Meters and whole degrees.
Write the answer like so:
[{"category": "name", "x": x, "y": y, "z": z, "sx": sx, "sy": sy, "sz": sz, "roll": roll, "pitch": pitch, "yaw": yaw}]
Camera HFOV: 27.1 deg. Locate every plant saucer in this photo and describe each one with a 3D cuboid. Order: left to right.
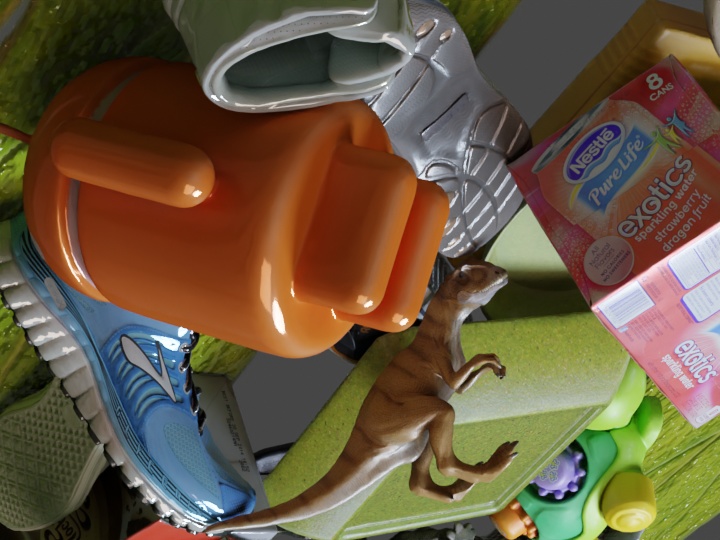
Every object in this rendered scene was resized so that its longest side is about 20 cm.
[{"category": "plant saucer", "x": 0.058, "y": 0.104, "z": 0.914, "sx": 0.199, "sy": 0.048, "sz": 0.200, "roll": -3, "pitch": 145, "yaw": -35}, {"category": "plant saucer", "x": 0.154, "y": -0.031, "z": 0.856, "sx": 0.199, "sy": 0.031, "sz": 0.201, "roll": -16, "pitch": 148, "yaw": -10}]

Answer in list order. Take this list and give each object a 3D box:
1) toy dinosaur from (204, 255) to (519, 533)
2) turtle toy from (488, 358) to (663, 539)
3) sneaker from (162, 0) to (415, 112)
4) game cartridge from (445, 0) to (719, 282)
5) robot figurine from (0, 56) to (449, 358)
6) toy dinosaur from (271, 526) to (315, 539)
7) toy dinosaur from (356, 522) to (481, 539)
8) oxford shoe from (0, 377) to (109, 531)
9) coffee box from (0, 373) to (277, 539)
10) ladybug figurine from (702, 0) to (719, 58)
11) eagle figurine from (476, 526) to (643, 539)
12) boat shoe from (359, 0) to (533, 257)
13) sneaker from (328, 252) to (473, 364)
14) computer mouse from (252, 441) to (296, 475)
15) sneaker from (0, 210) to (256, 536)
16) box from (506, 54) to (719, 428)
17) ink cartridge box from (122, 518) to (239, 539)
[{"category": "toy dinosaur", "x": 0.019, "y": 0.086, "z": 0.791, "sx": 0.200, "sy": 0.106, "sz": 0.060, "roll": -52, "pitch": -175, "yaw": -6}, {"category": "turtle toy", "x": 0.148, "y": 0.118, "z": 1.052, "sx": 0.100, "sy": 0.146, "sz": 0.200, "roll": 16, "pitch": 135, "yaw": -16}, {"category": "sneaker", "x": 0.017, "y": -0.128, "z": 0.601, "sx": 0.199, "sy": 0.116, "sz": 0.074, "roll": -23, "pitch": 147, "yaw": -1}, {"category": "game cartridge", "x": 0.168, "y": -0.063, "z": 0.870, "sx": 0.175, "sy": 0.033, "sz": 0.200, "roll": 5, "pitch": 141, "yaw": -37}, {"category": "robot figurine", "x": -0.063, "y": -0.029, "z": 0.655, "sx": 0.144, "sy": 0.199, "sz": 0.117, "roll": -41, "pitch": 138, "yaw": -49}, {"category": "toy dinosaur", "x": -0.091, "y": 0.195, "z": 1.010, "sx": 0.102, "sy": 0.078, "sz": 0.200, "roll": 10, "pitch": 150, "yaw": -38}, {"category": "toy dinosaur", "x": 0.063, "y": 0.212, "z": 1.062, "sx": 0.199, "sy": 0.078, "sz": 0.102, "roll": 10, "pitch": 176, "yaw": -30}, {"category": "oxford shoe", "x": -0.162, "y": 0.089, "z": 0.871, "sx": 0.200, "sy": 0.075, "sz": 0.058, "roll": -46, "pitch": 166, "yaw": 35}, {"category": "coffee box", "x": -0.151, "y": 0.166, "z": 0.946, "sx": 0.079, "sy": 0.114, "sz": 0.200, "roll": 9, "pitch": 136, "yaw": -41}, {"category": "ladybug figurine", "x": 0.220, "y": -0.170, "z": 0.700, "sx": 0.135, "sy": 0.072, "sz": 0.201, "roll": -10, "pitch": 146, "yaw": -19}, {"category": "eagle figurine", "x": 0.135, "y": 0.243, "z": 1.220, "sx": 0.152, "sy": 0.150, "sz": 0.201, "roll": -44, "pitch": 151, "yaw": -41}, {"category": "boat shoe", "x": 0.029, "y": -0.079, "z": 0.725, "sx": 0.076, "sy": 0.072, "sz": 0.200, "roll": -38, "pitch": 145, "yaw": -6}, {"category": "sneaker", "x": 0.000, "y": 0.000, "z": 0.820, "sx": 0.079, "sy": 0.079, "sz": 0.200, "roll": -21, "pitch": 145, "yaw": 10}, {"category": "computer mouse", "x": -0.025, "y": 0.141, "z": 1.054, "sx": 0.198, "sy": 0.046, "sz": 0.141, "roll": -4, "pitch": 150, "yaw": -7}, {"category": "sneaker", "x": -0.104, "y": 0.047, "z": 0.756, "sx": 0.090, "sy": 0.078, "sz": 0.201, "roll": -33, "pitch": 107, "yaw": -6}, {"category": "box", "x": 0.169, "y": -0.008, "z": 0.777, "sx": 0.102, "sy": 0.095, "sz": 0.200, "roll": -34, "pitch": 147, "yaw": 11}, {"category": "ink cartridge box", "x": -0.098, "y": 0.207, "z": 0.882, "sx": 0.109, "sy": 0.051, "sz": 0.200, "roll": -31, "pitch": 150, "yaw": 14}]
